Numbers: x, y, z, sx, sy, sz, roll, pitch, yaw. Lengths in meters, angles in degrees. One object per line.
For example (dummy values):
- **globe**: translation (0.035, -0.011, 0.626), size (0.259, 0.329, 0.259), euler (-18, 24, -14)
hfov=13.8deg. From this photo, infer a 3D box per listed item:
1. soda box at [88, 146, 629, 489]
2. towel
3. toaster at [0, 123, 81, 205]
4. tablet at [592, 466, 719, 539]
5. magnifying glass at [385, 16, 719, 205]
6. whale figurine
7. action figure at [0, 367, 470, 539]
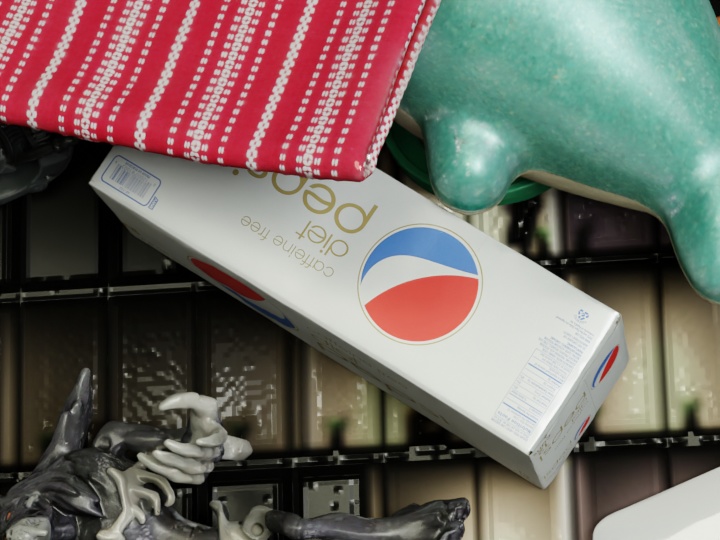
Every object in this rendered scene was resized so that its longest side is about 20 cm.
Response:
- **soda box**: translation (0.000, 0.000, 1.111), size (0.200, 0.068, 0.064), euler (32, 81, 15)
- **towel**: translation (-0.066, -0.108, 1.053), size (0.200, 0.022, 0.145), euler (11, 66, 23)
- **toaster**: translation (-0.199, -0.084, 1.144), size (0.200, 0.114, 0.129), euler (-20, 70, 2)
- **tablet**: translation (0.198, 0.111, 1.077), size (0.200, 0.014, 0.130), euler (-24, 72, 1)
- **magnifying glass**: translation (0.105, -0.077, 1.144), size (0.200, 0.022, 0.080), euler (-14, 72, 6)
- **whale figurine**: translation (0.087, -0.082, 1.078), size (0.159, 0.104, 0.200), euler (-41, 75, -17)
- **action figure**: translation (-0.064, 0.101, 1.075), size (0.200, 0.102, 0.119), euler (9, 87, 10)
